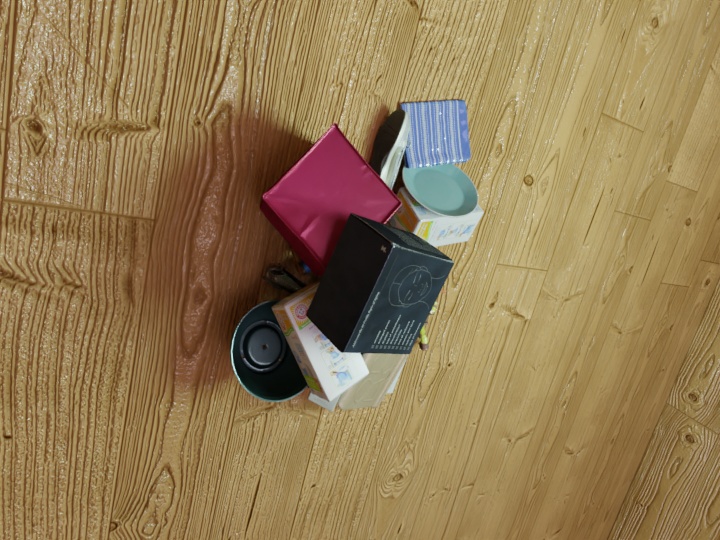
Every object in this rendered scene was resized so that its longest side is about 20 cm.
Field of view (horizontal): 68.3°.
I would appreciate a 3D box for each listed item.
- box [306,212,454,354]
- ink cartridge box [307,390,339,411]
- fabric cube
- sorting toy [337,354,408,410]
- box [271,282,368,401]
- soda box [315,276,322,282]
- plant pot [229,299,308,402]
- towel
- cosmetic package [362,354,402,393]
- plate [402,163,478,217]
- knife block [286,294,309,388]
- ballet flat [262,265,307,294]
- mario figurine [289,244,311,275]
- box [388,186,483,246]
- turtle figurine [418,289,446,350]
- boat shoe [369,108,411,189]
[{"bbox_3d":[0.037,0.032,0.949,0.193,0.123,0.205,10,110,-50],"label":"box"},{"bbox_3d":[-0.044,0.198,1.203,0.065,0.116,0.205,25,96,-1],"label":"ink cartridge box"},{"bbox_3d":[-0.069,-0.127,1.042,0.196,0.199,0.201,-44,99,-8],"label":"fabric cube"},{"bbox_3d":[0.032,0.249,1.284,0.189,0.036,0.199,-60,150,3],"label":"sorting toy"},{"bbox_3d":[-0.083,0.137,1.060,0.099,0.112,0.206,-28,98,-22],"label":"box"},{"bbox_3d":[0.000,0.000,1.193,0.196,0.068,0.066,-29,90,-22],"label":"soda box"},{"bbox_3d":[-0.195,0.168,1.147,0.193,0.133,0.209,2,86,-25],"label":"plant pot"},{"bbox_3d":[0.181,-0.323,1.254,0.194,0.024,0.151,-13,102,-29],"label":"towel"},{"bbox_3d":[0.012,0.239,1.367,0.195,0.081,0.116,14,104,-37],"label":"cosmetic package"},{"bbox_3d":[0.184,-0.193,1.243,0.194,0.204,0.026,-9,147,-29],"label":"plate"},{"bbox_3d":[-0.128,0.176,1.258,0.198,0.064,0.179,32,91,-39],"label":"knife block"},{"bbox_3d":[-0.131,0.038,1.201,0.197,0.067,0.047,30,95,-32],"label":"ballet flat"},{"bbox_3d":[-0.066,-0.068,1.204,0.194,0.124,0.109,-23,80,-14],"label":"mario figurine"},{"bbox_3d":[0.179,-0.133,1.280,0.194,0.114,0.103,-11,145,-29],"label":"box"},{"bbox_3d":[0.159,0.138,1.430,0.194,0.064,0.167,-18,119,-26],"label":"turtle figurine"},{"bbox_3d":[0.068,-0.258,1.201,0.063,0.074,0.209,4,111,-39],"label":"boat shoe"}]
